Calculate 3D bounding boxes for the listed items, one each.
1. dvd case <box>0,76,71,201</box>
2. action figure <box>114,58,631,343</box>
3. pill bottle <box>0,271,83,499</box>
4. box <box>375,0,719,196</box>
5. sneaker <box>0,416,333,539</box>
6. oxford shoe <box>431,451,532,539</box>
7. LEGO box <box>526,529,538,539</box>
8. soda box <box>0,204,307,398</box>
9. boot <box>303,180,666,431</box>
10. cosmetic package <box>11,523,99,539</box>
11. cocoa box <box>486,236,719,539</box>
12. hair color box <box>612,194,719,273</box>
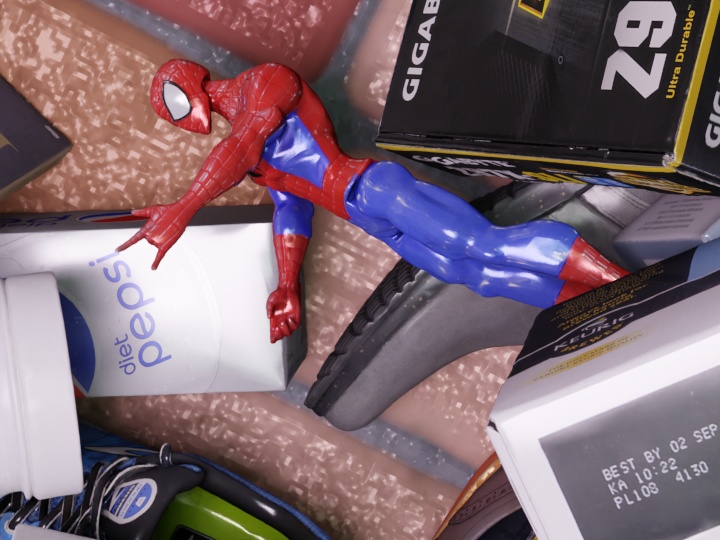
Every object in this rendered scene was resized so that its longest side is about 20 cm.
[{"bbox_3d":[-0.185,-0.071,0.859,0.149,0.200,0.016,44,109,-1],"label":"dvd case"},{"bbox_3d":[0.000,0.000,0.846,0.200,0.065,0.099,33,73,12],"label":"action figure"},{"bbox_3d":[-0.197,0.051,0.842,0.200,0.112,0.113,-8,97,-9],"label":"pill bottle"},{"bbox_3d":[0.090,-0.127,0.830,0.049,0.160,0.200,18,85,-36],"label":"box"},{"bbox_3d":[-0.090,0.086,0.915,0.200,0.089,0.079,17,68,5],"label":"sneaker"},{"bbox_3d":[0.024,0.151,0.933,0.071,0.073,0.200,29,99,1],"label":"oxford shoe"},{"bbox_3d":[0.125,0.178,0.855,0.200,0.077,0.149,30,93,-8],"label":"LEGO box"},{"bbox_3d":[-0.122,0.013,0.932,0.200,0.068,0.064,-2,98,5],"label":"soda box"},{"bbox_3d":[0.086,0.022,0.916,0.200,0.070,0.132,-42,97,13],"label":"boot"},{"bbox_3d":[-0.083,0.182,0.886,0.107,0.090,0.200,10,140,2],"label":"cosmetic package"},{"bbox_3d":[0.157,0.046,0.717,0.200,0.131,0.134,-23,97,13],"label":"cocoa box"},{"bbox_3d":[0.188,-0.052,0.847,0.200,0.099,0.061,-41,97,-9],"label":"hair color box"}]
